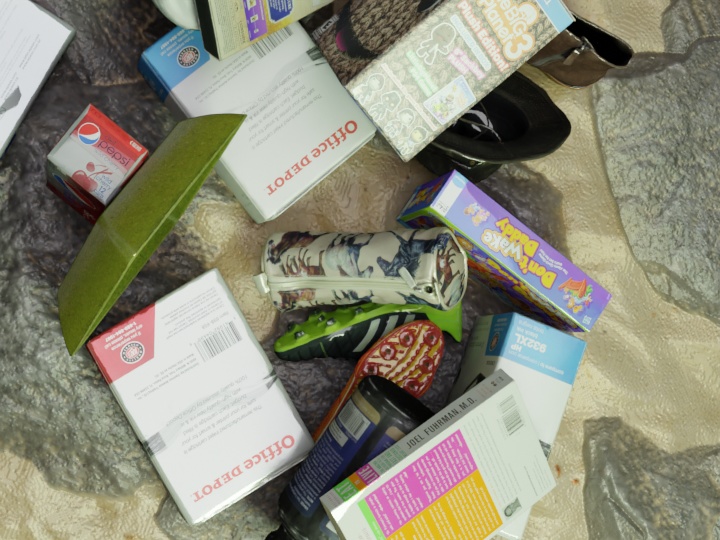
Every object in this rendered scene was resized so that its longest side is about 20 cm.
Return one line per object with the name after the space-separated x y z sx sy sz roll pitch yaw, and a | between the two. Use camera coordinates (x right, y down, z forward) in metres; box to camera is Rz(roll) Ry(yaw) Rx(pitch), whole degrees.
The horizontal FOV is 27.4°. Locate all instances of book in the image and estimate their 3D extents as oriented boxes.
0.073 0.196 1.315 0.199 0.048 0.135 -33 125 -13 | book

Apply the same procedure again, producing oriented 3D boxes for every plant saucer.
-0.200 -0.043 1.333 0.048 0.200 0.201 36 52 -4 | plant saucer

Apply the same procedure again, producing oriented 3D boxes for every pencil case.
0.000 0.000 1.428 0.197 0.089 0.079 -1 102 21 | pencil case

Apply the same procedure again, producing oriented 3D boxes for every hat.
0.110 -0.135 1.491 0.197 0.202 0.082 5 125 -12 | hat

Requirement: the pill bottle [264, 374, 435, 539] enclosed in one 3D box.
-0.007 0.207 1.373 0.111 0.112 0.201 35 96 -9 | pill bottle

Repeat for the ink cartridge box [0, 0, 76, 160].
-0.404 -0.197 1.407 0.199 0.041 0.201 31 81 -9 | ink cartridge box

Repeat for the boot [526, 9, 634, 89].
0.168 -0.253 1.475 0.198 0.166 0.073 31 84 -10 | boot

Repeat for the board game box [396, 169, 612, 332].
0.140 -0.015 1.474 0.199 0.134 0.045 38 80 -8 | board game box

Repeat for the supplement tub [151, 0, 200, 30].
-0.174 -0.319 1.380 0.121 0.200 0.124 -20 134 -22 | supplement tub

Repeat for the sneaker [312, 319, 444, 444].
0.007 0.125 1.454 0.073 0.077 0.201 39 96 -9 | sneaker

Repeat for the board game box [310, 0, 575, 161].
0.071 -0.223 1.361 0.199 0.160 0.097 -40 118 6 | board game box

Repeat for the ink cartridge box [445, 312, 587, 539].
0.135 0.151 1.457 0.083 0.145 0.203 21 83 -10 | ink cartridge box

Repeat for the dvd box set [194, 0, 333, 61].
-0.064 -0.293 1.315 0.199 0.029 0.148 -33 138 -24 | dvd box set

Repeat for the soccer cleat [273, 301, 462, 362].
0.012 0.067 1.479 0.197 0.067 0.082 -17 107 -12 | soccer cleat

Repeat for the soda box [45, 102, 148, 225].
-0.243 -0.092 1.356 0.070 0.200 0.064 39 80 -7 | soda box

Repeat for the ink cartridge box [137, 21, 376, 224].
-0.102 -0.169 1.451 0.146 0.086 0.201 -39 97 -12 | ink cartridge box

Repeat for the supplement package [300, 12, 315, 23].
-0.016 -0.366 1.464 0.200 0.120 0.121 -45 96 -12 | supplement package

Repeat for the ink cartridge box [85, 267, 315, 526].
-0.155 0.121 1.425 0.143 0.084 0.202 -30 92 -12 | ink cartridge box
